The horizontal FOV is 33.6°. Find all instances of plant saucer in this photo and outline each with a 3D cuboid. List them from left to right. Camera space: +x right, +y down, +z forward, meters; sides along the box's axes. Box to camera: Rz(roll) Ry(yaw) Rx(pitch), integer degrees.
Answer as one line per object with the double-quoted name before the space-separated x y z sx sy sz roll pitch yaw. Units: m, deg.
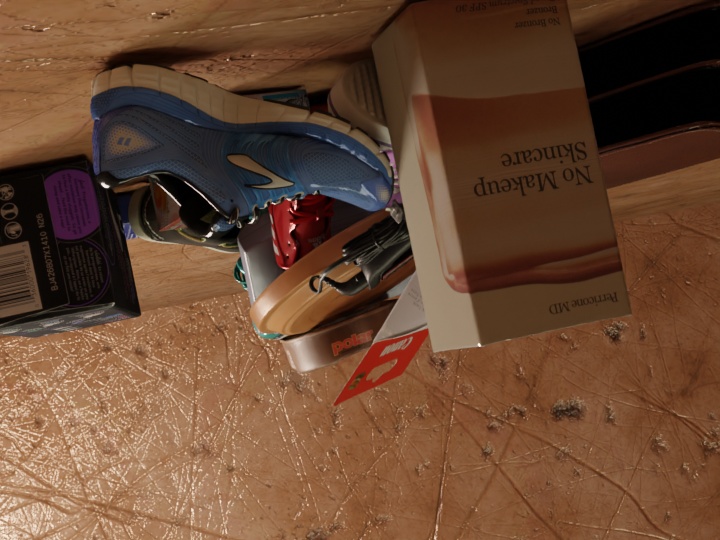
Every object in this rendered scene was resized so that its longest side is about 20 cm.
"plant saucer" 0.000 0.000 1.009 0.200 0.032 0.200 -30 168 -7

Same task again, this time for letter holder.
"letter holder" 0.190 -0.123 0.888 0.142 0.101 0.200 -5 173 -45

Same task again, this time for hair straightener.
"hair straightener" 0.033 -0.039 0.865 0.200 0.041 0.077 -32 151 24

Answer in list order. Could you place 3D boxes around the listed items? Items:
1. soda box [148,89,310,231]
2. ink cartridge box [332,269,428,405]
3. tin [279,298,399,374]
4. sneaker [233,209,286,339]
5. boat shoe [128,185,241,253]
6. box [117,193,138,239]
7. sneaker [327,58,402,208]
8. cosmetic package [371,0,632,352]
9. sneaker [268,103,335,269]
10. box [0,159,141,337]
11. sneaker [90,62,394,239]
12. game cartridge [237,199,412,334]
"soda box" -0.102 -0.080 0.907 0.068 0.064 0.200 -10 177 -27
"ink cartridge box" 0.073 0.036 1.029 0.057 0.200 0.163 33 -163 18
"tin" -0.018 0.063 1.131 0.112 0.042 0.200 -16 180 -6
"sneaker" -0.089 -0.004 1.165 0.080 0.078 0.200 -20 146 -27
"boat shoe" -0.127 -0.052 1.153 0.061 0.072 0.201 0 -178 40
"box" -0.291 -0.041 1.173 0.200 0.032 0.121 -12 176 -14
"sneaker" 0.020 -0.083 0.844 0.114 0.073 0.200 -43 161 26
"cosmetic package" 0.082 -0.058 0.716 0.103 0.200 0.087 -12 178 -16
"sneaker" -0.030 -0.064 0.955 0.078 0.116 0.200 -10 177 -14
"box" -0.257 -0.012 1.008 0.106 0.122 0.200 -11 176 -5
"sneaker" -0.072 -0.059 0.728 0.200 0.089 0.079 11 174 -27
"game cartridge" -0.011 -0.021 1.105 0.200 0.041 0.133 -17 137 -12
